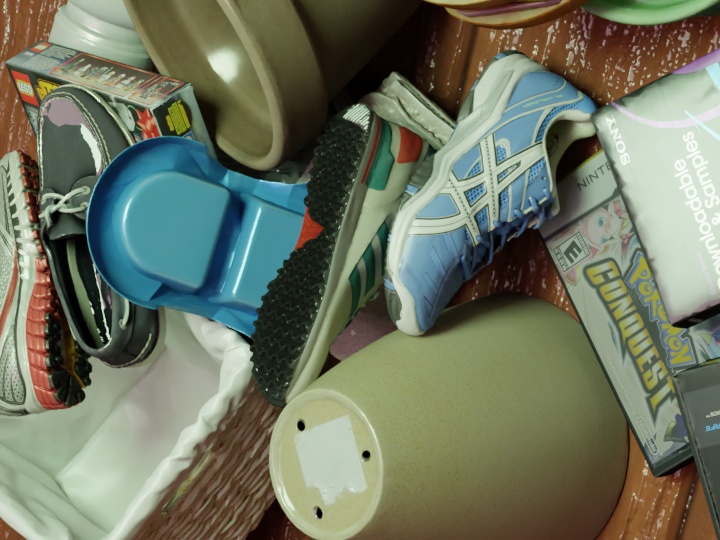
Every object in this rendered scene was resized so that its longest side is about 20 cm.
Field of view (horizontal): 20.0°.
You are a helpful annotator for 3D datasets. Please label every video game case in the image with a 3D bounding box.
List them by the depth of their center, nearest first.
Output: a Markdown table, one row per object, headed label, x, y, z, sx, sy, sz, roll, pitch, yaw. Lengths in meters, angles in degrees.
| label | x | y | z | sx | sy | sz | roll | pitch | yaw |
| --- | --- | --- | --- | --- | --- | --- | --- | --- | --- |
| video game case | 0.211 | -0.001 | 1.269 | 0.180 | 0.025 | 0.201 | -36 | 69 | 35 |

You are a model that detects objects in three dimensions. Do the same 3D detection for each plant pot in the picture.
| label | x | y | z | sx | sy | sz | roll | pitch | yaw |
| --- | --- | --- | --- | --- | --- | --- | --- | --- | --- |
| plant pot | 0.040 | 0.112 | 1.305 | 0.186 | 0.199 | 0.190 | 2 | 93 | 40 |
| plant pot | -0.046 | -0.195 | 1.359 | 0.200 | 0.174 | 0.201 | 48 | 161 | 22 |

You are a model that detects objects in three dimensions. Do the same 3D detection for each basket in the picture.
| label | x | y | z | sx | sy | sz | roll | pitch | yaw |
| --- | --- | --- | --- | --- | --- | --- | --- | --- | --- |
| basket | -0.164 | 0.116 | 1.463 | 0.199 | 0.161 | 0.199 | 34 | 84 | 34 |

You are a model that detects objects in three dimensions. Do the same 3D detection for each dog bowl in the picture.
| label | x | y | z | sx | sy | sz | roll | pitch | yaw |
| --- | --- | --- | --- | --- | --- | --- | --- | --- | --- |
| dog bowl | -0.091 | -0.018 | 1.345 | 0.049 | 0.198 | 0.113 | 8 | 80 | 68 |

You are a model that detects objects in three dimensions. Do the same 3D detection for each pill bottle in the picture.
| label | x | y | z | sx | sy | sz | roll | pitch | yaw |
| --- | --- | --- | --- | --- | --- | --- | --- | --- | --- |
| pill bottle | -0.165 | -0.248 | 1.515 | 0.112 | 0.112 | 0.202 | 34 | 113 | 33 |

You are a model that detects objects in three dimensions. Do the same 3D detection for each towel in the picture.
| label | x | y | z | sx | sy | sz | roll | pitch | yaw |
| --- | --- | --- | --- | --- | --- | --- | --- | --- | --- |
| towel | 0.013 | -0.026 | 1.400 | 0.132 | 0.034 | 0.201 | 40 | 119 | 5 |

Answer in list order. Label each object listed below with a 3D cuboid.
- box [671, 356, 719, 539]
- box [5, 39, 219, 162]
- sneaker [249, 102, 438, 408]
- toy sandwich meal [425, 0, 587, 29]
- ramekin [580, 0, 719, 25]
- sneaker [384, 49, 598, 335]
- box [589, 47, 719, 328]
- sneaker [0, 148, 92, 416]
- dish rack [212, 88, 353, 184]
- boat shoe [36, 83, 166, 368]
| label | x | y | z | sx | sy | sz | roll | pitch | yaw |
| --- | --- | --- | --- | --- | --- | --- | --- | --- | --- |
| box | 0.297 | 0.131 | 1.172 | 0.199 | 0.049 | 0.201 | -17 | 87 | 38 |
| box | -0.170 | -0.084 | 1.471 | 0.199 | 0.040 | 0.138 | 20 | 137 | 48 |
| sneaker | 0.000 | -0.001 | 1.318 | 0.070 | 0.093 | 0.202 | 14 | 86 | 57 |
| toy sandwich meal | 0.079 | -0.245 | 1.209 | 0.204 | 0.070 | 0.208 | 2 | 93 | 41 |
| ramekin | 0.197 | -0.246 | 1.221 | 0.199 | 0.097 | 0.202 | 2 | 94 | 40 |
| sneaker | 0.080 | -0.046 | 1.289 | 0.077 | 0.076 | 0.201 | 24 | 77 | 23 |
| box | 0.248 | -0.070 | 1.199 | 0.199 | 0.036 | 0.144 | -27 | 74 | 25 |
| sneaker | -0.241 | 0.006 | 1.410 | 0.081 | 0.078 | 0.202 | -16 | 59 | 18 |
| dish rack | -0.078 | -0.089 | 1.495 | 0.200 | 0.043 | 0.173 | -43 | 65 | 33 |
| boat shoe | -0.182 | -0.033 | 1.372 | 0.072 | 0.063 | 0.202 | -18 | 82 | 21 |
